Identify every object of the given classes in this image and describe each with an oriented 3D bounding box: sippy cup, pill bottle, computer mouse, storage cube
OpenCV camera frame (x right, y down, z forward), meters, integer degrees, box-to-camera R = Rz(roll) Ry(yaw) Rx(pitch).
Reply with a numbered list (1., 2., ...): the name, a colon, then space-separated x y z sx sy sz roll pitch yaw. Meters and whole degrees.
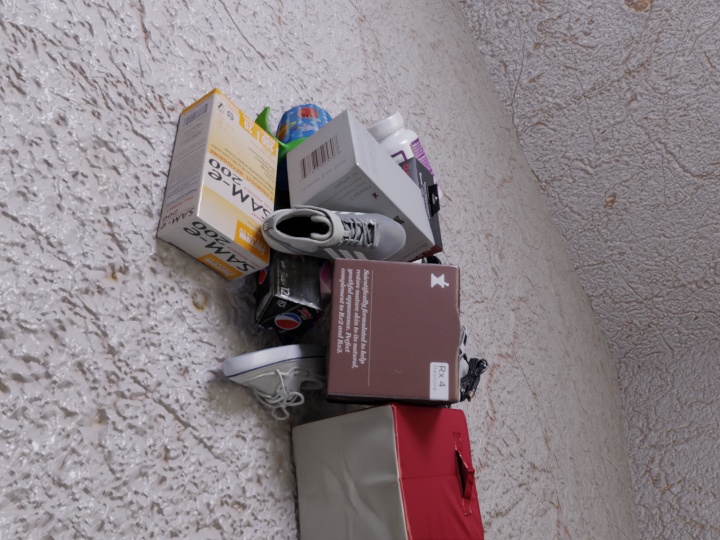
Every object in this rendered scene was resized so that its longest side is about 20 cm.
1. sippy cup: -0.080 -0.182 0.936 0.180 0.136 0.133 77 3 -50
2. pill bottle: 0.086 -0.222 1.268 0.204 0.110 0.112 64 29 -13
3. computer mouse: 0.149 0.119 1.011 0.110 0.043 0.203 -48 117 -44
4. storage cube: 0.035 0.275 0.780 0.178 0.197 0.176 19 58 -49

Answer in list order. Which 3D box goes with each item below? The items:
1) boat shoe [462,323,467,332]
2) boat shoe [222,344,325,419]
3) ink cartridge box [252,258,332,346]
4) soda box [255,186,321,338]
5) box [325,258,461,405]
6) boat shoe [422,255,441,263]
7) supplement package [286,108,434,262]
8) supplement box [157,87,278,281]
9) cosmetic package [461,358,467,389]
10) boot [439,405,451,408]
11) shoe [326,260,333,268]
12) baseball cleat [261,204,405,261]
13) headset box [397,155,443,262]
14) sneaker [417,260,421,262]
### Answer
1. boat shoe: 0.165 0.131 1.238 0.198 0.065 0.074 14 60 -58
2. boat shoe: -0.099 0.143 0.758 0.201 0.073 0.089 15 63 -68
3. ink cartridge box: -0.084 0.020 0.893 0.096 0.036 0.201 61 31 -18
4. soda box: -0.097 -0.015 0.800 0.069 0.064 0.203 18 43 -25
5. box: 0.036 0.093 0.809 0.200 0.159 0.171 102 -8 -75
6. boat shoe: 0.143 0.001 1.288 0.204 0.062 0.074 62 26 -20
7. supplement package: 0.002 -0.100 0.854 0.199 0.115 0.119 38 31 -42
8. supplement box: -0.173 -0.108 0.766 0.125 0.072 0.205 36 44 -46
9. cosmetic package: 0.100 0.172 1.050 0.198 0.111 0.083 22 54 -53
10. boot: 0.115 0.249 0.964 0.161 0.073 0.202 20 98 -57
11. shoe: 0.000 0.000 0.945 0.070 0.053 0.203 -41 113 -36
12. baseball cleat: -0.021 -0.041 0.741 0.195 0.106 0.072 -1 90 -21
13. headset box: 0.049 -0.086 1.022 0.077 0.196 0.153 31 47 -49
14. sneaker: 0.060 -0.015 1.153 0.114 0.073 0.204 29 53 -29
